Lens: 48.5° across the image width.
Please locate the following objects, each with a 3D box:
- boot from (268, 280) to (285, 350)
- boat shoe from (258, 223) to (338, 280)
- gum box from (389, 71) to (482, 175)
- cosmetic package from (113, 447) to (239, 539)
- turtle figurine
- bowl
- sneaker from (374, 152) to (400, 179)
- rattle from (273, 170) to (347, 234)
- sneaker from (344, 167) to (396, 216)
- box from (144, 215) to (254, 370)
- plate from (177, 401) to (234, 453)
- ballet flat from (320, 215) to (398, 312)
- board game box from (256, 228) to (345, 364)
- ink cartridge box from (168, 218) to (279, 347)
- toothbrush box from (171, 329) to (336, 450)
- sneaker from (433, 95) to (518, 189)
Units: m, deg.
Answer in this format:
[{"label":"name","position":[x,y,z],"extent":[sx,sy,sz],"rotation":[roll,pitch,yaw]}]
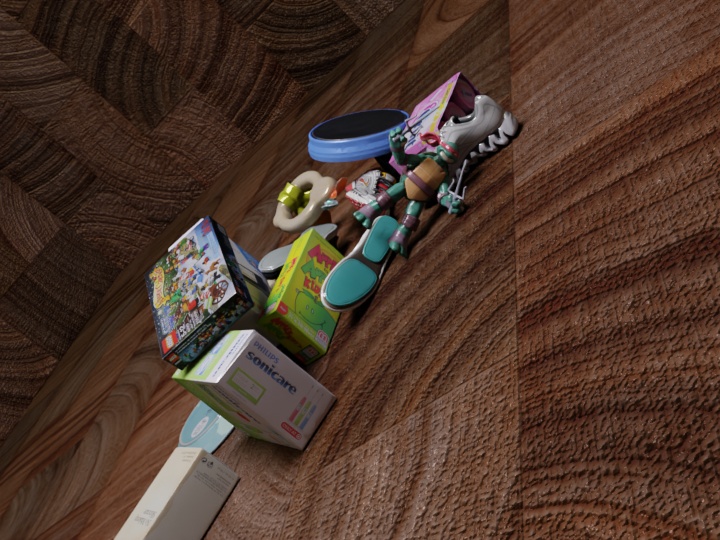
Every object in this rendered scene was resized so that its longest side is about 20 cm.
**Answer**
[{"label":"boot","position":[-0.139,0.065,1.351],"extent":[0.200,0.073,0.155],"rotation":[-46,21,-15]},{"label":"boat shoe","position":[-0.096,-0.020,1.359],"extent":[0.075,0.060,0.200],"rotation":[7,26,36]},{"label":"gum box","position":[0.130,-0.239,1.366],"extent":[0.113,0.066,0.200],"rotation":[-32,24,41]},{"label":"cosmetic package","position":[-0.258,0.338,1.061],"extent":[0.103,0.073,0.200],"rotation":[-19,33,55]},{"label":"turtle figurine","position":[0.089,-0.127,1.159],"extent":[0.200,0.150,0.101],"rotation":[-51,-11,9]},{"label":"bowl","position":[0.000,-0.251,1.465],"extent":[0.200,0.039,0.201],"rotation":[-9,25,4]},{"label":"sneaker","position":[0.067,-0.235,1.499],"extent":[0.087,0.074,0.200],"rotation":[-39,19,10]},{"label":"rattle","position":[-0.056,-0.106,1.457],"extent":[0.200,0.143,0.130],"rotation":[-11,39,43]},{"label":"sneaker","position":[0.022,-0.138,1.388],"extent":[0.082,0.078,0.200],"rotation":[-43,19,9]},{"label":"box","position":[-0.231,0.026,1.120],"extent":[0.137,0.038,0.200],"rotation":[-41,39,8]},{"label":"plate","position":[-0.243,0.235,1.309],"extent":[0.200,0.026,0.200],"rotation":[-41,20,18]},{"label":"ballet flat","position":[0.000,0.000,1.202],"extent":[0.069,0.069,0.200],"rotation":[-24,26,51]},{"label":"board game box","position":[-0.078,0.036,1.222],"extent":[0.048,0.102,0.200],"rotation":[-34,23,35]},{"label":"ink cartridge box","position":[-0.207,0.034,1.239],"extent":[0.084,0.145,0.200],"rotation":[-41,39,10]},{"label":"toothbrush box","position":[-0.147,0.155,1.065],"extent":[0.086,0.146,0.200],"rotation":[-56,21,-22]},{"label":"sneaker","position":[0.141,-0.184,1.216],"extent":[0.200,0.081,0.075],"rotation":[-42,21,22]}]
